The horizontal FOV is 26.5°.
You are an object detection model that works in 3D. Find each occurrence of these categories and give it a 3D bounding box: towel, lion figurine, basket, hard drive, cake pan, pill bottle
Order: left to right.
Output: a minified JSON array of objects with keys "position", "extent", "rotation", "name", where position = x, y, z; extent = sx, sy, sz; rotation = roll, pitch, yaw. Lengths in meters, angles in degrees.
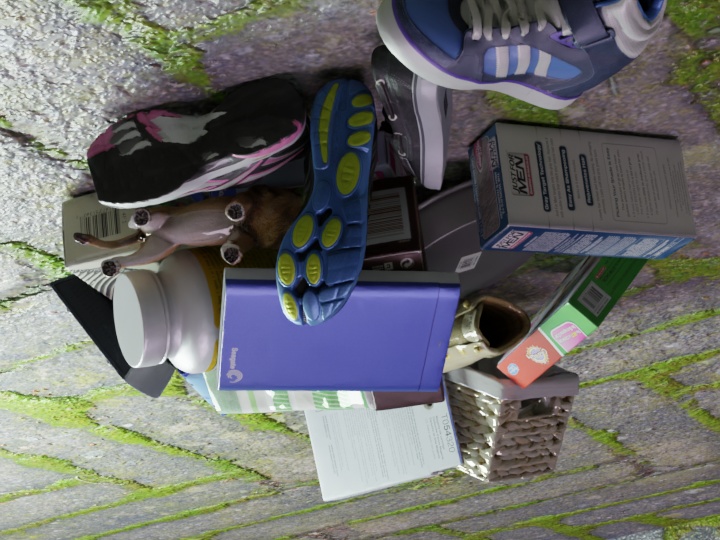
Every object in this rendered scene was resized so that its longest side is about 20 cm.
[{"position":[-0.244,0.064,1.542],"extent":[0.042,0.135,0.200],"rotation":[-38,171,-4],"name":"hard drive"},{"position":[-0.135,-0.038,1.318],"extent":[0.198,0.073,0.122],"rotation":[3,-168,10],"name":"lion figurine"},{"position":[-0.118,0.031,1.389],"extent":[0.198,0.114,0.112],"rotation":[-8,162,-27],"name":"pill bottle"},{"position":[-0.085,0.079,1.551],"extent":[0.198,0.154,0.023],"rotation":[-5,-155,29],"name":"towel"},{"position":[-0.022,0.053,1.314],"extent":[0.197,0.026,0.133],"rotation":[1,134,-9],"name":"hard drive"},{"position":[0.101,-0.024,1.488],"extent":[0.198,0.037,0.201],"rotation":[-21,156,-9],"name":"cake pan"},{"position":[0.134,0.156,1.774],"extent":[0.135,0.125,0.199],"rotation":[-1,-165,-41],"name":"basket"}]

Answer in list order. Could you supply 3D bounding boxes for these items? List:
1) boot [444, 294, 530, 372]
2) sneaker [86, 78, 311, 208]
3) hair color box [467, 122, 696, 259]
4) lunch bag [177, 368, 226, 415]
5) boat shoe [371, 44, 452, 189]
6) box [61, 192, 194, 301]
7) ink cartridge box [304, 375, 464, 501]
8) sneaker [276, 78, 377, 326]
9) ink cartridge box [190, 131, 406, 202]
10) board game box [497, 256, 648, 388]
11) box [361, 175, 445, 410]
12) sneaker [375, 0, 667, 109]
[{"position":[0.063,0.074,1.581],"extent":[0.198,0.074,0.155],"rotation":[0,166,-39],"name":"boot"},{"position":[-0.127,-0.089,1.269],"extent":[0.198,0.081,0.086],"rotation":[-11,160,14],"name":"sneaker"},{"position":[0.202,-0.070,1.388],"extent":[0.198,0.101,0.060],"rotation":[3,158,-24],"name":"hair color box"},{"position":[-0.096,0.068,1.690],"extent":[0.198,0.095,0.151],"rotation":[-19,155,5],"name":"lunch bag"},{"position":[0.044,-0.129,1.250],"extent":[0.056,0.069,0.200],"rotation":[7,157,8],"name":"boat shoe"},{"position":[-0.207,-0.010,1.461],"extent":[0.081,0.069,0.200],"rotation":[-13,157,14],"name":"box"},{"position":[0.023,0.149,1.758],"extent":[0.198,0.199,0.043],"rotation":[-18,168,30],"name":"ink cartridge box"},{"position":[-0.019,-0.052,1.243],"extent":[0.070,0.202,0.083],"rotation":[9,175,11],"name":"sneaker"},{"position":[-0.057,-0.068,1.401],"extent":[0.198,0.042,0.119],"rotation":[-10,158,11],"name":"ink cartridge box"},{"position":[0.233,0.030,1.606],"extent":[0.040,0.153,0.200],"rotation":[40,153,2],"name":"board game box"},{"position":[0.029,0.023,1.381],"extent":[0.074,0.101,0.201],"rotation":[-9,134,4],"name":"box"},{"position":[0.126,-0.193,1.098],"extent":[0.198,0.081,0.146],"rotation":[13,144,-34],"name":"sneaker"}]
